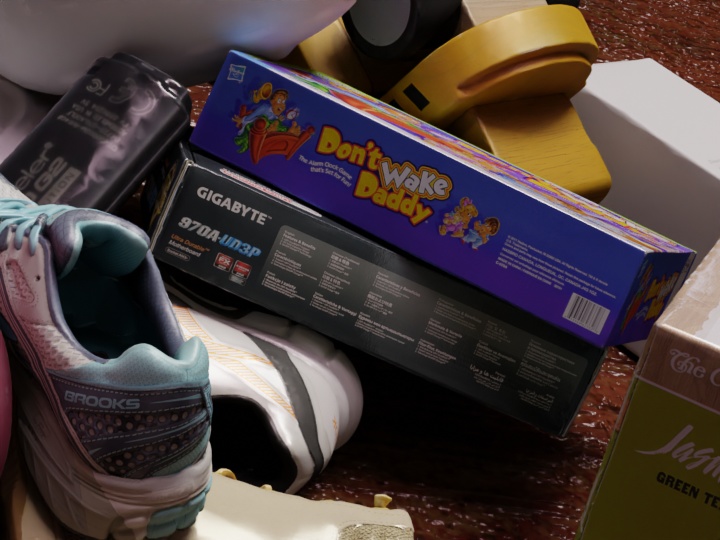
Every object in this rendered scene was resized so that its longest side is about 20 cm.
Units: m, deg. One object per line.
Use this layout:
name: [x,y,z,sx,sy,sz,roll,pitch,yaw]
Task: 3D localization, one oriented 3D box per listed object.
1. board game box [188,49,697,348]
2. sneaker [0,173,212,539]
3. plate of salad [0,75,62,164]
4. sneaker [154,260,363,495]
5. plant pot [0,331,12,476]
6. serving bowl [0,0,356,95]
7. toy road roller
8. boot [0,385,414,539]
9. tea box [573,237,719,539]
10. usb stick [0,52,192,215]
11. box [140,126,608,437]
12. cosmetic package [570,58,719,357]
board game box: [0.039,-0.031,1.159,0.199,0.045,0.134,26,7,14]
sneaker: [-0.108,0.004,0.969,0.077,0.087,0.200,-14,45,-35]
plate of salad: [-0.217,-0.046,1.191,0.199,0.048,0.200,-4,23,2]
sneaker: [-0.098,0.036,1.098,0.199,0.074,0.080,19,28,4]
plant pot: [-0.222,0.045,0.894,0.200,0.201,0.179,35,15,32]
serving bowl: [-0.081,-0.119,1.203,0.199,0.066,0.200,-14,9,2]
toy road roller: [0.035,-0.069,1.306,0.122,0.200,0.147,-11,69,-43]
boot: [-0.062,0.090,1.006,0.154,0.073,0.200,7,33,-14]
tea box: [0.167,0.092,1.010,0.133,0.198,0.200,24,26,13]
usb stick: [-0.145,-0.008,1.079,0.055,0.033,0.200,29,67,25]
box: [0.000,0.000,1.176,0.199,0.046,0.159,24,7,-9]
cosmetic package: [0.172,-0.012,1.315,0.081,0.113,0.200,-11,37,-45]
